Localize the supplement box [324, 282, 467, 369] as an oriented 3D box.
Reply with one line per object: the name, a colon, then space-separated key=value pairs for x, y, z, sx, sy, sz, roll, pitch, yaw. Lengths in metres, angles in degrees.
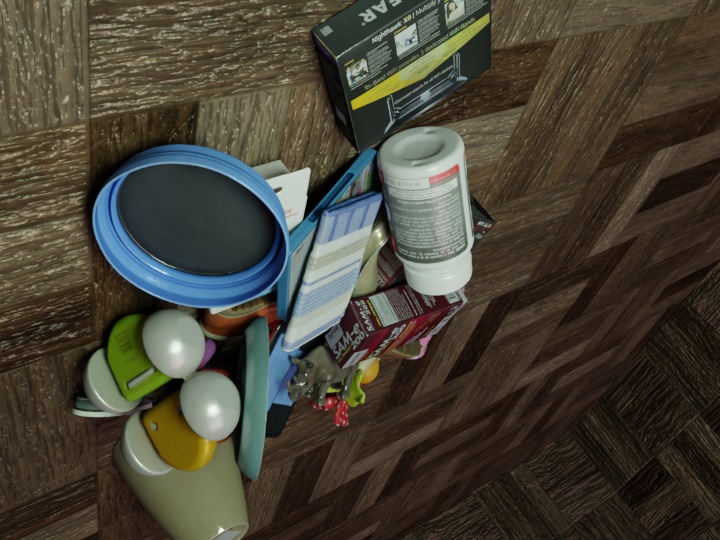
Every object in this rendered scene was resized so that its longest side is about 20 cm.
supplement box: x=0.054 y=0.072 z=1.113 sx=0.197 sy=0.062 sz=0.109 roll=-16 pitch=156 yaw=-34

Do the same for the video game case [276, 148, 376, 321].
video game case: x=-0.043 y=-0.046 z=0.940 sx=0.201 sy=0.018 sz=0.144 roll=-53 pitch=164 yaw=-34

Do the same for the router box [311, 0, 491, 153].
router box: x=0.054 y=-0.243 z=0.816 sx=0.198 sy=0.052 sz=0.158 roll=-34 pitch=152 yaw=-9

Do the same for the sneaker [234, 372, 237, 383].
sneaker: x=-0.177 y=0.197 z=1.186 sx=0.081 sy=0.071 sz=0.202 roll=-18 pitch=140 yaw=-32

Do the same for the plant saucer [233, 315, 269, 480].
plant saucer: x=-0.140 y=0.158 z=0.931 sx=0.027 sy=0.203 sz=0.202 roll=5 pitch=139 yaw=-12

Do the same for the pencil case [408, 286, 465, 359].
pencil case: x=0.118 y=0.073 z=1.340 sx=0.085 sy=0.084 sz=0.202 roll=0 pitch=136 yaw=-27

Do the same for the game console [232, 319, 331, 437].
game console: x=-0.120 y=0.156 z=1.114 sx=0.203 sy=0.031 sz=0.176 roll=-63 pitch=152 yaw=-3

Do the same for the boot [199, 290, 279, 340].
boot: x=-0.128 y=0.039 z=1.014 sx=0.197 sy=0.076 sz=0.108 roll=-11 pitch=151 yaw=-35

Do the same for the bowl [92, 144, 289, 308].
bowl: x=-0.170 y=-0.042 z=0.756 sx=0.195 sy=0.040 sz=0.203 roll=1 pitch=136 yaw=1

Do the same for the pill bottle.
pill bottle: x=0.091 y=-0.075 z=0.980 sx=0.112 sy=0.114 sz=0.203 roll=-27 pitch=128 yaw=-19

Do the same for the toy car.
toy car: x=-0.226 y=0.138 z=0.916 sx=0.173 sy=0.202 sz=0.150 roll=-31 pitch=-179 yaw=27

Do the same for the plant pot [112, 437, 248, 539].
plant pot: x=-0.257 y=0.332 z=1.144 sx=0.185 sy=0.201 sz=0.189 roll=-29 pitch=151 yaw=-18

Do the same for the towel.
towel: x=-0.038 y=-0.001 z=0.945 sx=0.146 sy=0.024 sz=0.203 roll=-29 pitch=143 yaw=-57

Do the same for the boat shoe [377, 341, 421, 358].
boat shoe: x=0.018 y=0.112 z=1.267 sx=0.197 sy=0.073 sz=0.067 roll=18 pitch=142 yaw=-35

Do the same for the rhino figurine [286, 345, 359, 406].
rhino figurine: x=-0.062 y=0.157 z=1.140 sx=0.199 sy=0.059 sz=0.089 roll=-1 pitch=107 yaw=-62

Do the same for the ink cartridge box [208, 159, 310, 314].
ink cartridge box: x=-0.132 y=-0.052 z=0.861 sx=0.114 sy=0.068 sz=0.202 roll=-21 pitch=148 yaw=-30

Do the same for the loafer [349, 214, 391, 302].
loafer: x=0.000 y=0.000 z=1.077 sx=0.201 sy=0.068 sz=0.076 roll=-54 pitch=-174 yaw=41

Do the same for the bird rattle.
bird rattle: x=-0.007 y=0.203 z=1.372 sx=0.163 sy=0.112 sz=0.201 roll=-46 pitch=159 yaw=-20

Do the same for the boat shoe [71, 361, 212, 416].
boat shoe: x=-0.293 y=0.151 z=1.004 sx=0.197 sy=0.072 sz=0.063 roll=-8 pitch=98 yaw=-34

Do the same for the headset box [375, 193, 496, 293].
headset box: x=0.097 y=-0.035 z=1.156 sx=0.201 sy=0.075 sz=0.147 roll=-49 pitch=151 yaw=21
